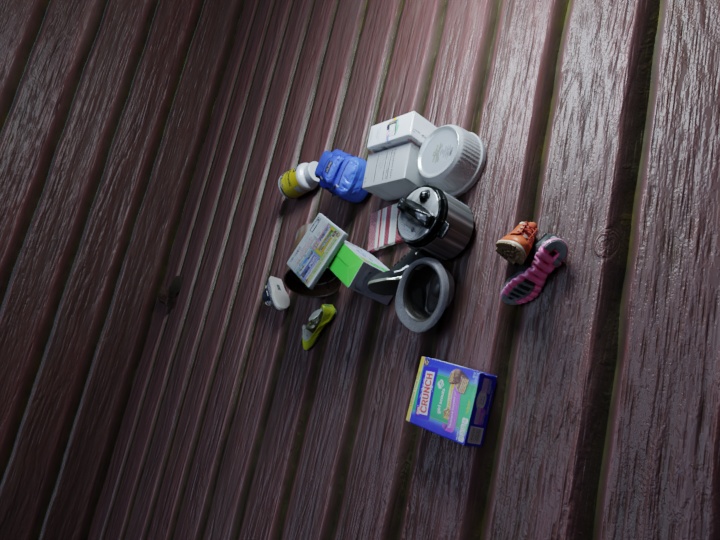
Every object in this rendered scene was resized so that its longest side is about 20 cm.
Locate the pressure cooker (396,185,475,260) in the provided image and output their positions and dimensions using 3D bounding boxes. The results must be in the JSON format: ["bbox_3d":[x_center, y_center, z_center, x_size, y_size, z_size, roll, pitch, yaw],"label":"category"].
[{"bbox_3d":[0.194,-0.136,1.496,0.174,0.198,0.182,-21,58,43],"label":"pressure cooker"}]

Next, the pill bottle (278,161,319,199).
[{"bbox_3d":[-0.236,-0.368,2.207,0.198,0.110,0.114,-16,61,45],"label":"pill bottle"}]

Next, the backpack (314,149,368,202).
[{"bbox_3d":[-0.057,-0.329,1.928,0.199,0.166,0.165,34,106,48],"label":"backpack"}]

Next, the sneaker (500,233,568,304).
[{"bbox_3d":[0.404,-0.006,1.296,0.201,0.078,0.096,-51,17,23],"label":"sneaker"}]

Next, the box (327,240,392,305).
[{"bbox_3d":[0.000,0.000,1.688,0.098,0.175,0.200,-58,38,9],"label":"box"}]

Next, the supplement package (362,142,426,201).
[{"bbox_3d":[0.120,-0.308,1.732,0.198,0.120,0.122,-3,72,50],"label":"supplement package"}]

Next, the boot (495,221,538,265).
[{"bbox_3d":[0.373,-0.074,1.279,0.075,0.200,0.108,41,97,6],"label":"boot"}]

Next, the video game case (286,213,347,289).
[{"bbox_3d":[-0.139,-0.064,1.718,0.202,0.022,0.182,-56,39,4],"label":"video game case"}]

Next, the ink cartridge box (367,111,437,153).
[{"bbox_3d":[0.141,-0.413,1.735,0.198,0.143,0.086,-3,70,50],"label":"ink cartridge box"}]

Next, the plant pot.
[{"bbox_3d":[-0.160,-0.043,1.909,0.199,0.199,0.201,-31,43,38],"label":"plant pot"}]

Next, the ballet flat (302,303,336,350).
[{"bbox_3d":[-0.161,0.190,1.886,0.201,0.066,0.067,-52,41,22],"label":"ballet flat"}]

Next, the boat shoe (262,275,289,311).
[{"bbox_3d":[-0.334,0.115,2.142,0.094,0.074,0.201,-58,31,24],"label":"boat shoe"}]

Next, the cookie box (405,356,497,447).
[{"bbox_3d":[0.221,0.318,1.349,0.198,0.074,0.175,6,78,52],"label":"cookie box"}]

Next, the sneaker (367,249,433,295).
[{"bbox_3d":[0.115,0.003,1.596,0.196,0.075,0.108,-11,50,8],"label":"sneaker"}]

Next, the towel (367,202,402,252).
[{"bbox_3d":[0.102,-0.147,1.761,0.198,0.023,0.147,-17,58,44],"label":"towel"}]

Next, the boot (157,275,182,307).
[{"bbox_3d":[-1.070,0.104,3.058,0.199,0.064,0.190,14,82,57],"label":"boot"}]

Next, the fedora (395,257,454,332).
[{"bbox_3d":[0.187,0.064,1.487,0.176,0.089,0.204,33,113,45],"label":"fedora"}]

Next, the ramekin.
[{"bbox_3d":[0.255,-0.324,1.587,0.199,0.104,0.204,-26,54,41],"label":"ramekin"}]
